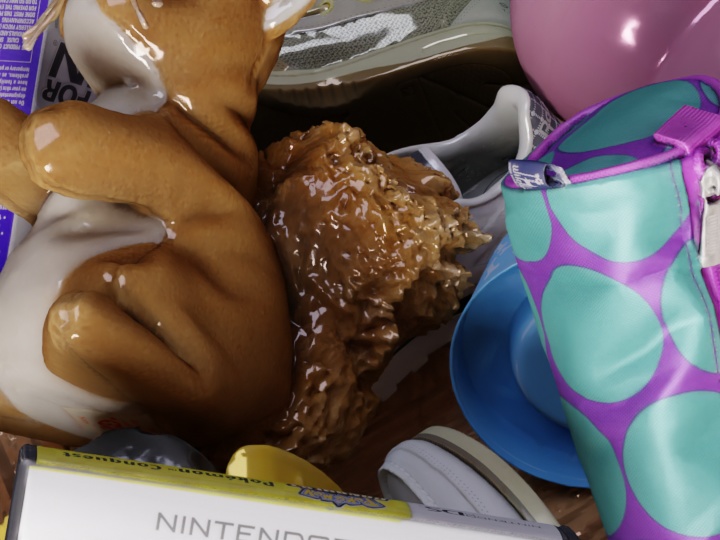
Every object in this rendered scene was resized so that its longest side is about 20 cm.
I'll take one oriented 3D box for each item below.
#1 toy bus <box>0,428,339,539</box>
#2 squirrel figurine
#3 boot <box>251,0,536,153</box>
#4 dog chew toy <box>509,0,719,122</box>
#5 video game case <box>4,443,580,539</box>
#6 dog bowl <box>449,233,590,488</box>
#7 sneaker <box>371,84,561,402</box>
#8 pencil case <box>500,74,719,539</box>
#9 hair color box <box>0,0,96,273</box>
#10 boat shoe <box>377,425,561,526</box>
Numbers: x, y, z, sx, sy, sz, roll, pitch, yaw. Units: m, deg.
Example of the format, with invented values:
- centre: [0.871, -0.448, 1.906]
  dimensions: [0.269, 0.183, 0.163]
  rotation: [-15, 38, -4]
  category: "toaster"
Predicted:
- centre: [-0.095, 0.173, 0.933]
  dimensions: [0.199, 0.136, 0.193]
  rotation: [-12, 65, 13]
  category: "toy bus"
- centre: [-0.056, -0.024, 0.989]
  dimensions: [0.141, 0.199, 0.188]
  rotation: [-18, 54, 55]
  category: "squirrel figurine"
- centre: [-0.025, -0.116, 1.187]
  dimensions: [0.199, 0.072, 0.155]
  rotation: [-11, 48, 7]
  category: "boot"
- centre: [0.152, -0.077, 1.048]
  dimensions: [0.124, 0.125, 0.200]
  rotation: [-39, 64, -12]
  category: "dog chew toy"
- centre: [-0.035, 0.167, 0.840]
  dimensions: [0.180, 0.201, 0.026]
  rotation: [9, 6, -9]
  category: "video game case"
- centre: [0.132, 0.014, 0.986]
  dimensions: [0.199, 0.112, 0.050]
  rotation: [-12, 32, 14]
  category: "dog bowl"
- centre: [0.000, 0.000, 1.071]
  dimensions: [0.200, 0.081, 0.076]
  rotation: [-35, 48, -6]
  category: "sneaker"
- centre: [0.113, 0.041, 0.906]
  dimensions: [0.085, 0.201, 0.092]
  rotation: [-25, 14, -27]
  category: "pencil case"
- centre: [-0.123, -0.035, 1.071]
  dimensions: [0.065, 0.109, 0.201]
  rotation: [7, 86, 34]
  category: "hair color box"
- centre: [0.054, 0.133, 0.937]
  dimensions: [0.068, 0.075, 0.200]
  rotation: [-31, 47, -12]
  category: "boat shoe"
